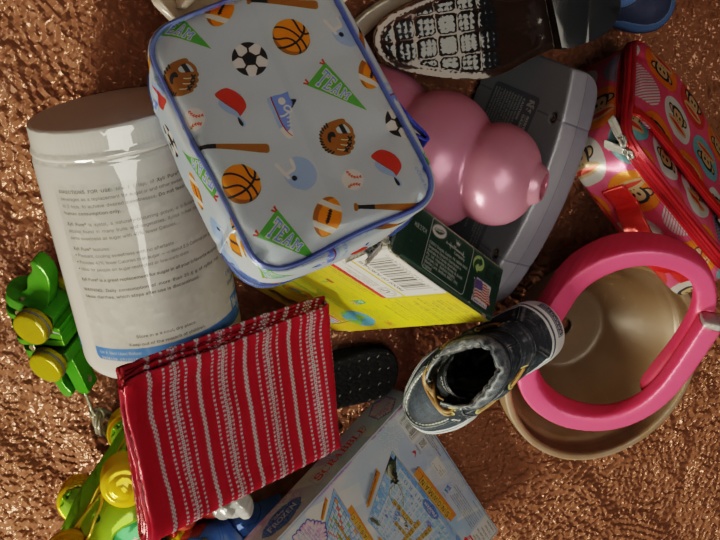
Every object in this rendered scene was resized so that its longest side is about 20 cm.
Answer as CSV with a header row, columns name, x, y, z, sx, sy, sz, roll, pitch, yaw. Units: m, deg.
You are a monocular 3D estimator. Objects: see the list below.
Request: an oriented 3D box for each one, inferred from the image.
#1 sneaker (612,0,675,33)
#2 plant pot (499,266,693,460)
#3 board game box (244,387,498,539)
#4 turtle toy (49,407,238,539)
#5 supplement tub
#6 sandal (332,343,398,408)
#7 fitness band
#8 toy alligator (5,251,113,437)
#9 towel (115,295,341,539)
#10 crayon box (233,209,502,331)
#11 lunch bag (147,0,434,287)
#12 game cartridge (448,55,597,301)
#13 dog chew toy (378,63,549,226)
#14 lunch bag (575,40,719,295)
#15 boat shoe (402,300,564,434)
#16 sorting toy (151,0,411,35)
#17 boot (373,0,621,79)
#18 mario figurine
name,x,y,z,sx,sy,sz,roll,pitch,yaw
sneaker,0.200,-0.268,0.807,0.200,0.082,0.074,39,94,-26
plant pot,0.212,0.069,0.933,0.199,0.093,0.203,-5,112,-13
board game box,0.018,0.253,0.937,0.199,0.041,0.201,-43,118,-22
turtle toy,-0.174,0.178,0.805,0.101,0.146,0.201,36,94,-16
supplement tub,-0.171,-0.030,0.761,0.131,0.132,0.202,-12,114,-12
sandal,-0.060,0.102,0.898,0.198,0.045,0.076,-7,117,-28
fitness band,0.212,0.056,0.819,0.142,0.038,0.201,16,126,-9
toy alligator,-0.256,0.065,0.819,0.054,0.059,0.201,8,131,17
towel,-0.095,0.113,0.766,0.199,0.022,0.146,-19,114,-39
crayon box,0.000,0.000,0.806,0.127,0.199,0.051,33,63,-36
lunch bag,-0.044,-0.093,0.666,0.159,0.076,0.201,-26,85,-18
game cartridge,0.123,-0.082,0.826,0.040,0.133,0.201,14,107,-28
dog chew toy,0.050,-0.090,0.771,0.199,0.124,0.126,17,110,23
lunch bag,0.255,-0.079,0.844,0.082,0.177,0.200,-25,125,38
boat shoe,0.076,0.092,0.821,0.091,0.071,0.200,-21,163,-42
sorting toy,-0.035,-0.231,0.748,0.200,0.107,0.180,-40,132,10
boot,0.101,-0.200,0.802,0.198,0.097,0.075,-10,107,-7
mario figurine,-0.143,0.269,0.894,0.198,0.106,0.125,-8,77,-22
